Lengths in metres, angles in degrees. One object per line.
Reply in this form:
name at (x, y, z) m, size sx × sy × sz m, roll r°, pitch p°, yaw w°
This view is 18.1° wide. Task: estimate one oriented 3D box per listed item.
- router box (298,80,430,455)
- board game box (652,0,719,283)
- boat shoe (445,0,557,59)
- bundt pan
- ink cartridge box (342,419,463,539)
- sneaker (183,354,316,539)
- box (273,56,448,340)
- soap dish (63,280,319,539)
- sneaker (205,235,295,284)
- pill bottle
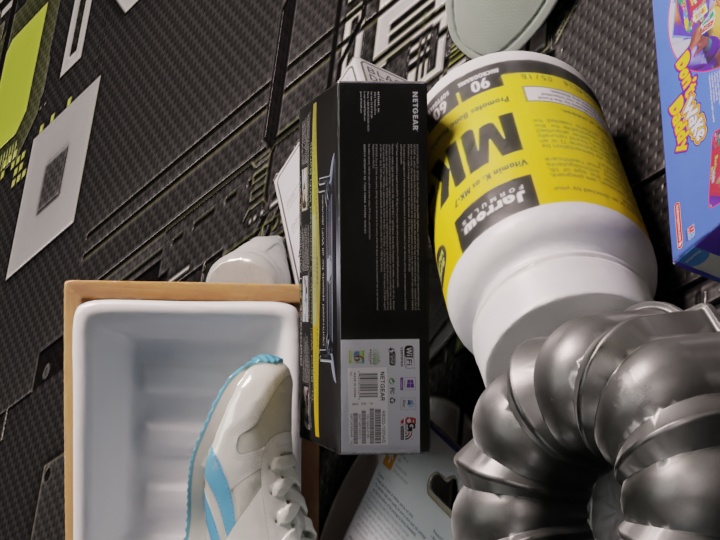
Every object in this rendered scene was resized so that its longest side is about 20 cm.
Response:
router box at (0.000, 0.000, 1.269) m, size 0.157 × 0.052 × 0.201 m, roll 178°, pitch 92°, yaw -81°
board game box at (0.207, -0.110, 1.127) m, size 0.134 × 0.045 × 0.201 m, roll -42°, pitch 36°, yaw 45°
boat shoe at (0.113, -0.218, 1.384) m, size 0.060 × 0.075 × 0.201 m, roll -40°, pitch -19°, yaw -52°
bundt pan at (0.115, 0.111, 1.045) m, size 0.201 × 0.075 × 0.203 m, roll -9°, pitch 78°, yaw 50°
ink cartridge box at (0.033, 0.196, 1.255) m, size 0.201 × 0.043 × 0.196 m, roll -64°, pitch 24°, yaw 7°
sneaker at (-0.058, 0.149, 1.310) m, size 0.076 × 0.080 × 0.201 m, roll -6°, pitch -74°, yaw -69°
box at (0.007, -0.032, 1.455) m, size 0.117 × 0.060 × 0.200 m, roll -56°, pitch 29°, yaw 27°
soap dish at (-0.103, 0.104, 1.397) m, size 0.081 × 0.156 × 0.201 m, roll -76°, pitch -13°, yaw -83°
sneaker at (-0.063, 0.074, 1.502) m, size 0.089 × 0.075 × 0.201 m, roll -48°, pitch -35°, yaw -66°
pill bottle at (0.095, -0.017, 1.206) m, size 0.114 × 0.114 × 0.201 m, roll -54°, pitch 29°, yaw 30°
